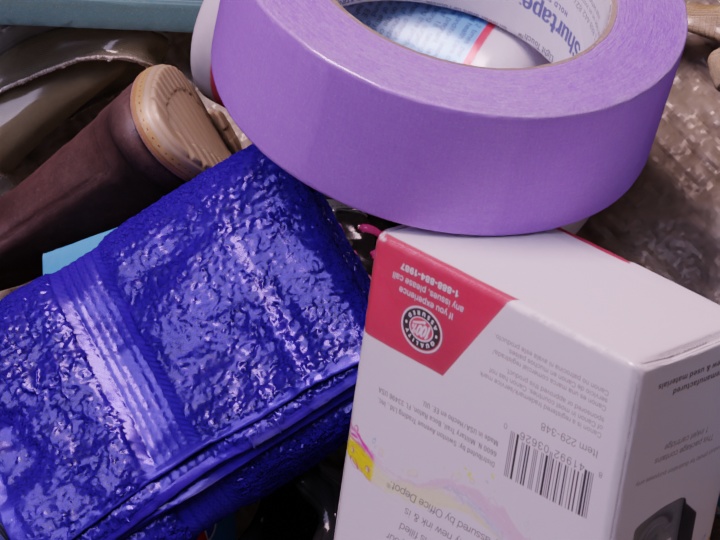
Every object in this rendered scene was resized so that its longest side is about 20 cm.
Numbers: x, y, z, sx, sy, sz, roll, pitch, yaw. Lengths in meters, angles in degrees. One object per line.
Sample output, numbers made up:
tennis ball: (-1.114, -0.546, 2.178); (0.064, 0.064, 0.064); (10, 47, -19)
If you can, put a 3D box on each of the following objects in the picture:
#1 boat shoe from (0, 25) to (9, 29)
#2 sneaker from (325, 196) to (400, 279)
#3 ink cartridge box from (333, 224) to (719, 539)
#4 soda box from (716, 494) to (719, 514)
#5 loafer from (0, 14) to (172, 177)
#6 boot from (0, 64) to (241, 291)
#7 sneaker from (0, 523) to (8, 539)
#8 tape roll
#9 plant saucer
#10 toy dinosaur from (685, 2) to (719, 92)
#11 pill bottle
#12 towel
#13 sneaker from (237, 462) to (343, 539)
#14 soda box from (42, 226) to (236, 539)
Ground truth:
boat shoe: (-0.222, -0.175, 1.402); (0.074, 0.087, 0.202); (17, 31, 38)
sneaker: (0.000, 0.000, 1.257); (0.200, 0.074, 0.088); (32, 86, 41)
ink cartridge box: (0.070, 0.091, 1.097); (0.147, 0.085, 0.201); (28, 122, 36)
soda box: (0.222, 0.067, 1.102); (0.199, 0.064, 0.068); (3, 64, 28)
loafer: (-0.188, -0.083, 1.412); (0.199, 0.075, 0.070); (-20, 70, 19)
boot: (-0.141, -0.029, 1.283); (0.166, 0.200, 0.073); (-30, 88, 3)
sneaker: (-0.197, 0.194, 1.249); (0.075, 0.078, 0.201); (-19, 56, 16)
tape roll: (0.038, -0.104, 1.130); (0.199, 0.066, 0.201); (8, 40, -7)
plant saucer: (-0.137, -0.157, 1.367); (0.019, 0.199, 0.070); (122, 141, -47)
toy dinosaur: (0.196, -0.111, 1.241); (0.199, 0.058, 0.101); (0, 49, 17)
pill bottle: (0.027, -0.093, 1.251); (0.199, 0.109, 0.109); (27, 77, 15)
towel: (-0.087, 0.043, 1.170); (0.199, 0.050, 0.148); (-32, 72, 3)
sneaker: (-0.045, 0.172, 1.171); (0.066, 0.090, 0.201); (4, 64, 36)
soda box: (-0.105, 0.085, 1.235); (0.068, 0.064, 0.201); (-16, 69, 38)
